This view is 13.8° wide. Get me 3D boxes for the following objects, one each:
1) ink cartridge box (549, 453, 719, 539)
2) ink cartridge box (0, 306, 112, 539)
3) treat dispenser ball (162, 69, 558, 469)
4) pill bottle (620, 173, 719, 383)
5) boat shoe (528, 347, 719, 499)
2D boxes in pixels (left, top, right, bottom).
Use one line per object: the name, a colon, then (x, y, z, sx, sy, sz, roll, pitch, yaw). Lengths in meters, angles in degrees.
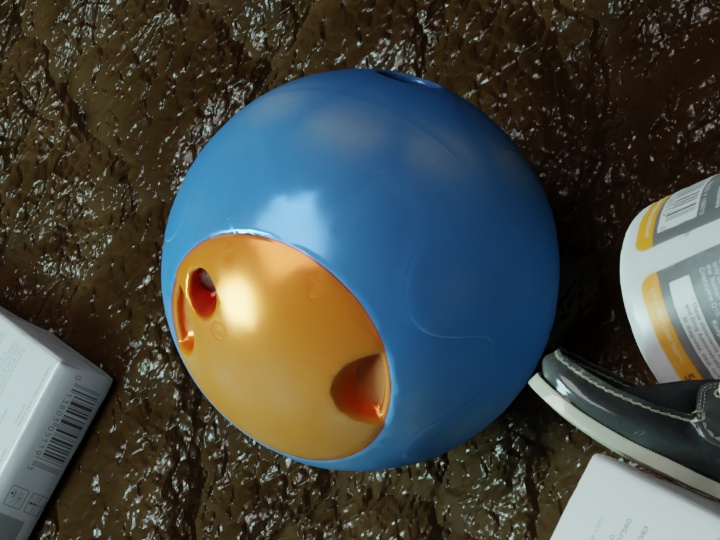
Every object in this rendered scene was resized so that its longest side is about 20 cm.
ink cartridge box: (0.191, 0.165, 1.302, 0.200, 0.146, 0.085, 27, 92, 45)
ink cartridge box: (-0.252, 0.094, 1.821, 0.200, 0.050, 0.161, 31, 94, 50)
treat dispenser ball: (0.000, 0.000, 1.504, 0.200, 0.201, 0.202, -19, 59, 36)
pill bottle: (0.228, -0.011, 1.369, 0.200, 0.116, 0.117, -24, 56, 33)
boat shoe: (0.174, 0.074, 1.351, 0.199, 0.072, 0.068, 22, 96, 4)
